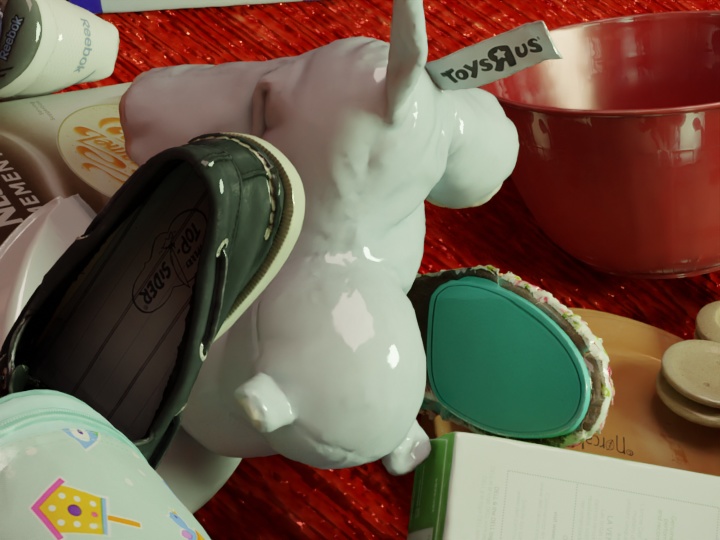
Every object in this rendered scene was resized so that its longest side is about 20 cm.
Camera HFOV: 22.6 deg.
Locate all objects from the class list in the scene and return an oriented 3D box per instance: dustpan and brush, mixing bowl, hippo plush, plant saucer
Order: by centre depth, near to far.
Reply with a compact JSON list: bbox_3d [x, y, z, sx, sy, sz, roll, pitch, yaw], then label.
[{"bbox_3d":[-0.128,0.085,0.701,0.140,0.057,0.201,50,39,-22],"label":"dustpan and brush"},{"bbox_3d":[0.000,0.000,0.717,0.158,0.199,0.163,11,76,-44],"label":"hippo plush"},{"bbox_3d":[0.127,0.086,0.840,0.198,0.033,0.201,12,37,-9],"label":"plant saucer"},{"bbox_3d":[0.159,-0.063,0.962,0.198,0.110,0.200,-5,20,2],"label":"mixing bowl"}]

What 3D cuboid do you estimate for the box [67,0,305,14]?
[{"bbox_3d":[-0.089,-0.254,1.049,0.198,0.185,0.105,-9,47,-32],"label":"box"}]

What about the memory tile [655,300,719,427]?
[{"bbox_3d":[0.243,0.043,0.876,0.152,0.017,0.200,26,37,23],"label":"memory tile"}]

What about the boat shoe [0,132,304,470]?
[{"bbox_3d":[-0.093,0.039,0.613,0.074,0.200,0.066,42,9,14],"label":"boat shoe"}]

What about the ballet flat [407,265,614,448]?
[{"bbox_3d":[0.043,0.032,0.788,0.064,0.077,0.199,5,6,-45],"label":"ballet flat"}]

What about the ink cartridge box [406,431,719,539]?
[{"bbox_3d":[0.116,0.134,0.724,0.198,0.059,0.105,11,77,-11],"label":"ink cartridge box"}]

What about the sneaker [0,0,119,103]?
[{"bbox_3d":[-0.201,-0.105,0.875,0.198,0.075,0.087,11,2,39],"label":"sneaker"}]

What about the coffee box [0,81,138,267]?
[{"bbox_3d":[-0.109,-0.021,0.835,0.199,0.080,0.114,-15,47,-37],"label":"coffee box"}]

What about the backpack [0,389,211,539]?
[{"bbox_3d":[-0.128,0.129,0.525,0.199,0.176,0.154,-31,57,-11],"label":"backpack"}]
